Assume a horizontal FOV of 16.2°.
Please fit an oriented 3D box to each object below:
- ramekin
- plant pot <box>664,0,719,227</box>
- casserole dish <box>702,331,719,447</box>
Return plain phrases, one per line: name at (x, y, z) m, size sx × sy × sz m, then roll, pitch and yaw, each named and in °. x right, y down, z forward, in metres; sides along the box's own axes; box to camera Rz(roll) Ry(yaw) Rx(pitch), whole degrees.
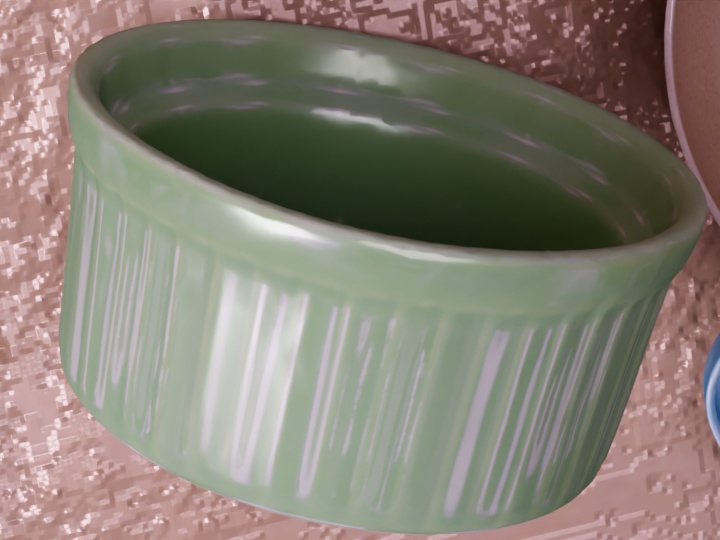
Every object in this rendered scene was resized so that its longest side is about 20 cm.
ramekin at (0.000, 0.000, 0.789) m, size 0.199 × 0.200 × 0.098 m, roll 7°, pitch 112°, yaw -15°
plant pot at (0.213, -0.073, 0.833) m, size 0.199 × 0.134 × 0.201 m, roll 1°, pitch 92°, yaw 20°
casserole dish at (0.207, 0.056, 0.935) m, size 0.200 × 0.039 × 0.121 m, roll 42°, pitch 93°, yaw -19°
